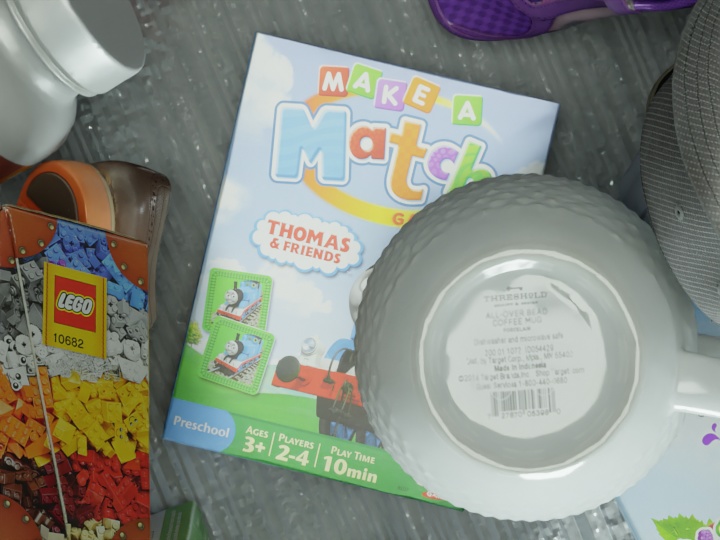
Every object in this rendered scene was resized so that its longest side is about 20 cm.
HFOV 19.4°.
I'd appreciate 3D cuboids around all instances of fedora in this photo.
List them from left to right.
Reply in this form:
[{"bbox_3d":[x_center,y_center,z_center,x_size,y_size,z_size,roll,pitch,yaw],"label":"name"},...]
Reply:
[{"bbox_3d":[0.179,-0.022,0.804,0.177,0.090,0.200,-40,95,-35],"label":"fedora"}]

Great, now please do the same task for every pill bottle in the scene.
[{"bbox_3d":[-0.203,-0.081,0.959,0.199,0.112,0.112,-27,92,15],"label":"pill bottle"}]

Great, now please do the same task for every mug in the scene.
[{"bbox_3d":[0.094,0.036,0.880,0.199,0.175,0.148,9,92,4],"label":"mug"}]

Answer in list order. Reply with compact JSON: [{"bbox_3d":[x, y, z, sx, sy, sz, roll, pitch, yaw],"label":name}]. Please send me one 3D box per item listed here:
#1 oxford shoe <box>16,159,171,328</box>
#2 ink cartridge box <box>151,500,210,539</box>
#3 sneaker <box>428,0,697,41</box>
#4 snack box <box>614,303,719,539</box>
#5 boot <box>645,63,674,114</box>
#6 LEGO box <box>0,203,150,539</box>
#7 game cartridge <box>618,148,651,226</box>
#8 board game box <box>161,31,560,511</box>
[{"bbox_3d":[-0.132,0.044,1.002,0.071,0.073,0.201,33,116,37],"label":"oxford shoe"},{"bbox_3d":[-0.163,0.179,0.969,0.199,0.146,0.048,-20,100,2],"label":"ink cartridge box"},{"bbox_3d":[0.115,-0.145,0.952,0.199,0.089,0.081,-13,116,27],"label":"sneaker"},{"bbox_3d":[0.205,0.055,0.995,0.199,0.068,0.169,-27,90,1],"label":"snack box"},{"bbox_3d":[0.231,-0.100,0.943,0.199,0.151,0.074,-11,84,0],"label":"boot"},{"bbox_3d":[-0.181,0.078,0.922,0.077,0.200,0.150,16,62,-39],"label":"LEGO box"},{"bbox_3d":[0.222,-0.029,0.903,0.200,0.041,0.133,30,134,4],"label":"game cartridge"},{"bbox_3d":[0.000,0.000,1.013,0.151,0.037,0.201,13,92,1],"label":"board game box"}]
